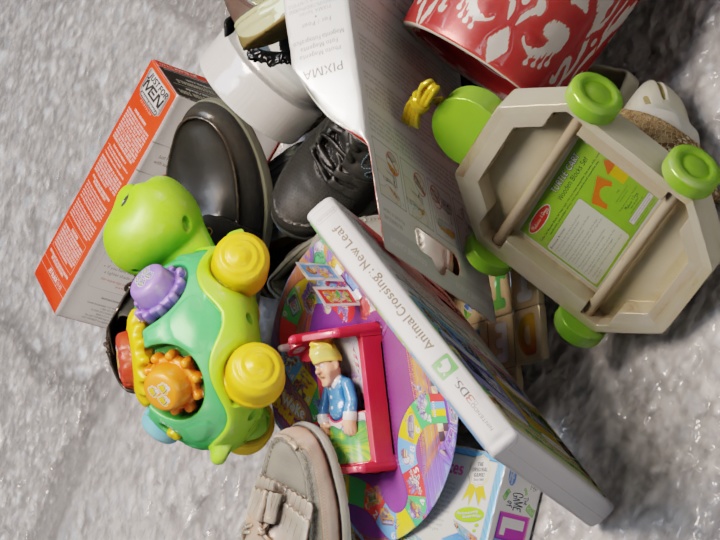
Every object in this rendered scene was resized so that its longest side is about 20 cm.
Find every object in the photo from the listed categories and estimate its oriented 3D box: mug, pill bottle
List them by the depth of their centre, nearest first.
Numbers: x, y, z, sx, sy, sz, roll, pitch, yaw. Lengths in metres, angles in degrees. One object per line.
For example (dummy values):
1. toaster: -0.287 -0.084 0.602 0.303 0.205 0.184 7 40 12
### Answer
1. mug: 0.131 -0.195 1.497 0.133 0.178 0.200 32 87 24
2. pill bottle: -0.013 -0.188 1.697 0.200 0.109 0.110 -46 42 17

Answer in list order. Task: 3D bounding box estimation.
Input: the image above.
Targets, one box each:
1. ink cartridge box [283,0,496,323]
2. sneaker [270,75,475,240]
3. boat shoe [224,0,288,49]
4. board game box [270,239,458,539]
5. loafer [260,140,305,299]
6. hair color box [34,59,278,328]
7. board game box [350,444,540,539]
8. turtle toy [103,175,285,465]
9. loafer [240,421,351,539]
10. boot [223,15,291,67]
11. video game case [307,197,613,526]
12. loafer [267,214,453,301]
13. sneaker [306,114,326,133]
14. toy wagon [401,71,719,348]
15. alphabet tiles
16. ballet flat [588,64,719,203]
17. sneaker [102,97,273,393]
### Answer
1. ink cartridge box: 0.017 -0.077 1.481 0.057 0.163 0.200 -13 67 24
2. sneaker: 0.002 -0.097 1.653 0.200 0.082 0.073 -43 66 22
3. boat shoe: -0.011 -0.212 1.525 0.201 0.072 0.066 -35 87 27
4. board game box: -0.016 0.077 1.567 0.200 0.039 0.158 52 132 37
5. loafer: -0.076 -0.010 1.772 0.200 0.073 0.072 -44 49 37
6. hair color box: -0.154 -0.050 1.868 0.200 0.101 0.061 -58 38 19
7. board game box: 0.029 0.173 1.580 0.200 0.034 0.135 8 83 55
8. turtle toy: -0.111 0.032 1.609 0.146 0.101 0.200 105 157 -68
9. loafer: -0.048 0.196 1.567 0.072 0.063 0.200 25 121 49
10. boot: -0.001 -0.216 1.594 0.198 0.073 0.163 -2 93 23
11. video game case: 0.060 0.056 1.409 0.022 0.200 0.182 -40 64 5
12. loafer: 0.000 0.000 1.627 0.200 0.070 0.070 154 114 -63
13. sneaker: -0.047 -0.195 1.791 0.077 0.088 0.200 8 83 55
14. toy wagon: 0.115 -0.049 1.429 0.040 0.200 0.155 -45 -9 -44
15. alphabet tiles: 0.071 0.001 1.566 0.166 0.006 0.201 -20 71 62
16. ballet flat: 0.156 -0.090 1.493 0.200 0.070 0.065 27 84 51
17. sneaker: -0.120 -0.014 1.702 0.075 0.106 0.200 12 110 35
